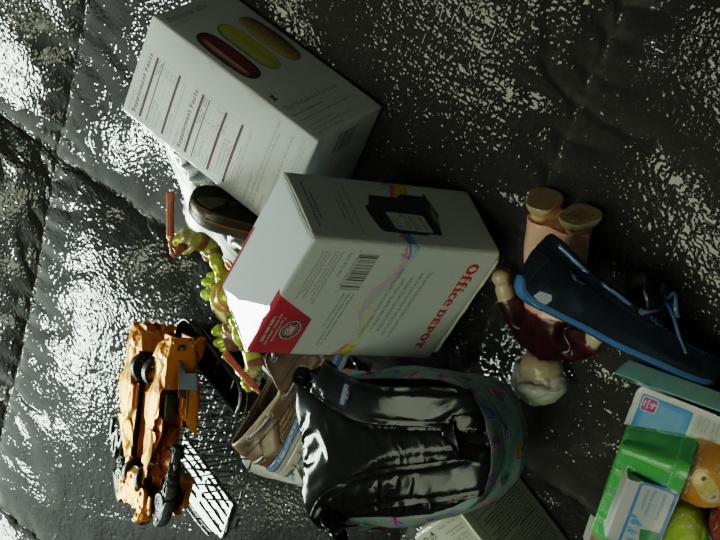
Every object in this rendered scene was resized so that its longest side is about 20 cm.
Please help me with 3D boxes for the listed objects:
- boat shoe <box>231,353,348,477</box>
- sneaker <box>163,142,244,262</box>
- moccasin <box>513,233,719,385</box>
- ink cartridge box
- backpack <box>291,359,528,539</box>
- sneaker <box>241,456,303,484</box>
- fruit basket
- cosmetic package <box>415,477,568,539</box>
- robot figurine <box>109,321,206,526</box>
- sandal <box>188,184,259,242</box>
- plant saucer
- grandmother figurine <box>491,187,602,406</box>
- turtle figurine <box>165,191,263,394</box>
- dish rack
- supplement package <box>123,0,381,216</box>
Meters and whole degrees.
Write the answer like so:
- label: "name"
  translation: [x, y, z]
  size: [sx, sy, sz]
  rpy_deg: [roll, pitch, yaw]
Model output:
- label: "boat shoe"
  translation: [-0.062, 0.095, 1.487]
  size: [0.072, 0.072, 0.202]
  rpy_deg: [22, 88, -17]
- label: "sneaker"
  translation: [-0.154, -0.084, 1.528]
  size: [0.081, 0.075, 0.201]
  rpy_deg: [-24, 95, 47]
- label: "moccasin"
  translation: [0.225, 0.033, 1.287]
  size: [0.199, 0.080, 0.069]
  rpy_deg: [26, 90, -20]
- label: "ink cartridge box"
  translation: [0.000, 0.000, 1.372]
  size: [0.146, 0.198, 0.083]
  rpy_deg: [-58, 43, 36]
- label: "backpack"
  translation: [0.048, 0.152, 1.392]
  size: [0.198, 0.126, 0.169]
  rpy_deg: [-8, 92, 31]
- label: "sneaker"
  translation: [-0.049, 0.186, 1.558]
  size: [0.198, 0.081, 0.076]
  rpy_deg: [-5, 109, 37]
- label: "fruit basket"
  translation: [0.304, 0.208, 1.329]
  size: [0.198, 0.094, 0.187]
  rpy_deg: [25, 128, 15]
- label: "cosmetic package"
  translation: [0.154, 0.293, 1.463]
  size: [0.201, 0.105, 0.071]
  rpy_deg: [53, 130, 5]
- label: "robot figurine"
  translation: [-0.205, 0.159, 1.575]
  size: [0.145, 0.058, 0.203]
  rpy_deg: [16, 103, 56]
- label: "sandal"
  translation: [-0.079, -0.021, 1.442]
  size: [0.055, 0.199, 0.082]
  rpy_deg: [-59, 38, 18]
- label: "plant saucer"
  translation: [0.314, 0.117, 1.306]
  size: [0.198, 0.070, 0.019]
  rpy_deg: [19, 86, 26]
- label: "grandmother figurine"
  translation: [0.170, 0.035, 1.371]
  size: [0.121, 0.060, 0.202]
  rpy_deg: [33, 130, 38]
- label: "turtle figurine"
  translation: [-0.126, 0.020, 1.455]
  size: [0.202, 0.064, 0.161]
  rpy_deg: [63, 173, 3]
- label: "dish rack"
  translation: [-0.158, 0.168, 1.601]
  size: [0.153, 0.054, 0.202]
  rpy_deg: [45, 124, 48]
- label: "supplement package"
  translation: [-0.102, -0.150, 1.432]
  size: [0.199, 0.114, 0.110]
  rpy_deg: [37, 127, 15]
